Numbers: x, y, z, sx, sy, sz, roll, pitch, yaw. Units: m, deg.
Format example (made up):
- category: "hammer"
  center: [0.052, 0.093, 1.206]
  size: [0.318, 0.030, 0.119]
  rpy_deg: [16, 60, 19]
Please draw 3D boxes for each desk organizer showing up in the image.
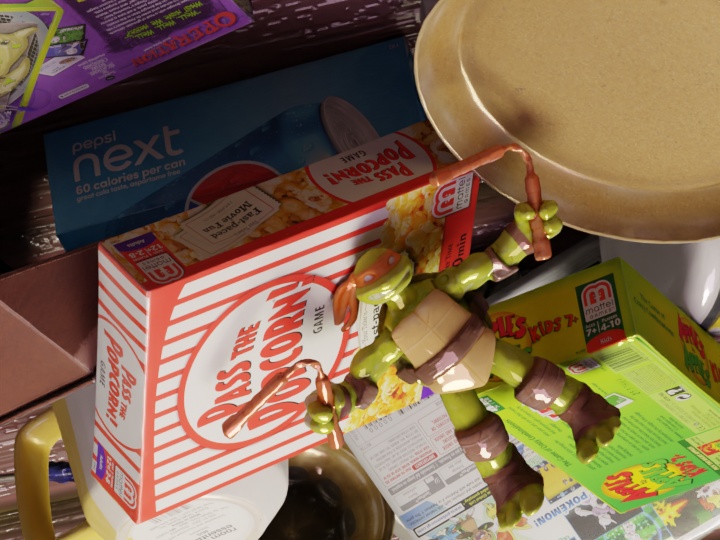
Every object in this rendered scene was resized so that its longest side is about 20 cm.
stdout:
- category: "desk organizer"
  center: [-0.181, 0.024, 1.516]
  size: [0.077, 0.072, 0.200]
  rpy_deg: [39, 156, -13]

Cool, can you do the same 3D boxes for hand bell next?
- category: "hand bell"
  center: [-0.057, 0.182, 1.769]
  size: [0.104, 0.105, 0.200]
  rpy_deg: [2, 151, -18]

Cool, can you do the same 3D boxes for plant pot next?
- category: "plant pot"
  center: [0.124, -0.087, 1.372]
  size: [0.199, 0.028, 0.200]
  rpy_deg: [12, 144, 9]

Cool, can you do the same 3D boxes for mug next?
- category: "mug"
  center: [-0.109, 0.091, 1.648]
  size: [0.149, 0.154, 0.187]
  rpy_deg: [0, 146, -17]

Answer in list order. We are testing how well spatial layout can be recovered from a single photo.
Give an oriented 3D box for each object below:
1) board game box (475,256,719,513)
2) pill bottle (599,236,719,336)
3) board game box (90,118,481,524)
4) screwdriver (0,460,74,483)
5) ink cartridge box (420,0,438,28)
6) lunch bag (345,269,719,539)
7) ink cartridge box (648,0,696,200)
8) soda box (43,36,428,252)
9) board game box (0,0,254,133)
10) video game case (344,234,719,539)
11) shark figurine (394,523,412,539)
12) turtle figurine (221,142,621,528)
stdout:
- category: "board game box"
  center: [0.138, 0.064, 1.544]
  size: [0.101, 0.048, 0.200]
  rpy_deg: [-21, 150, 22]
- category: "pill bottle"
  center: [0.240, -0.022, 1.608]
  size: [0.199, 0.112, 0.112]
  rpy_deg: [-3, 147, -29]
- category: "board game box"
  center: [-0.038, 0.024, 1.449]
  size: [0.199, 0.046, 0.152]
  rpy_deg: [-22, 137, -29]
- category: "screwdriver"
  center: [-0.204, 0.120, 1.749]
  size: [0.199, 0.029, 0.028]
  rpy_deg: [-3, 145, 19]
- category: "ink cartridge box"
  center: [0.154, -0.140, 1.477]
  size: [0.200, 0.057, 0.162]
  rpy_deg: [-26, 144, 30]
- category: "lunch bag"
  center: [0.101, 0.100, 1.747]
  size: [0.200, 0.118, 0.164]
  rpy_deg: [42, 121, -18]
- category: "ink cartridge box"
  center: [0.197, -0.144, 1.410]
  size: [0.145, 0.084, 0.200]
  rpy_deg: [-21, 139, -4]
- category: "soda box"
  center: [-0.060, -0.054, 1.522]
  size: [0.199, 0.068, 0.064]
  rpy_deg: [-15, 146, 7]
- category: "board game box"
  center: [-0.167, -0.122, 1.428]
  size: [0.199, 0.032, 0.120]
  rpy_deg: [-22, 141, 17]
- category: "video game case"
  center: [0.109, 0.099, 1.670]
  size: [0.200, 0.022, 0.183]
  rpy_deg: [-32, 100, 16]
- category: "shark figurine"
  center: [0.077, 0.179, 1.895]
  size: [0.214, 0.090, 0.128]
  rpy_deg: [17, 139, -32]
- category: "turtle figurine"
  center: [0.039, 0.048, 1.423]
  size: [0.200, 0.064, 0.161]
  rpy_deg: [-44, 104, -6]
